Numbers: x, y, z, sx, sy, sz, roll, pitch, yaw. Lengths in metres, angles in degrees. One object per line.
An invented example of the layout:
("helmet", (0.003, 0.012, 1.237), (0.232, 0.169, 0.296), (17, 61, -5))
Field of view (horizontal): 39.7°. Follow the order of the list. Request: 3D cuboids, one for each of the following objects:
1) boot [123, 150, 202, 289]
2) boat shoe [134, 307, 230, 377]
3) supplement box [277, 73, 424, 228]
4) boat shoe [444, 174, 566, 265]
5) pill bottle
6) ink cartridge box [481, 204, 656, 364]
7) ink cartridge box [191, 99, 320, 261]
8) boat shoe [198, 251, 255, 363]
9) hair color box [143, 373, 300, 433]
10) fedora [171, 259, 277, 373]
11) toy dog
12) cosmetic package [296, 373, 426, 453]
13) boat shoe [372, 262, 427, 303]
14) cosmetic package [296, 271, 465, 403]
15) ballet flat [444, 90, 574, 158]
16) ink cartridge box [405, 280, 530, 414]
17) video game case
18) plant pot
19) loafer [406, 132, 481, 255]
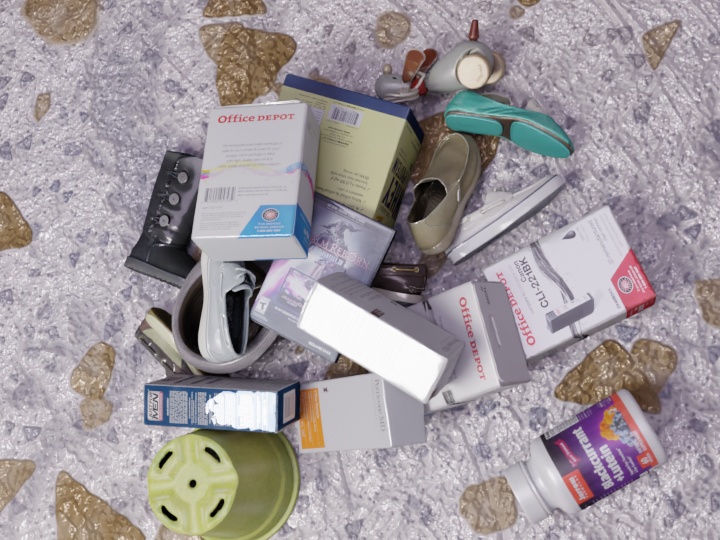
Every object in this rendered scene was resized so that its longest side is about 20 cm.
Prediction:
("boot", (-0.263, -0.074, 1.551), (0.164, 0.066, 0.201), (20, 81, 14))
("boat shoe", (-0.266, 0.145, 1.512), (0.201, 0.072, 0.066), (47, 105, 13))
("supplement box", (-0.036, -0.152, 1.468), (0.198, 0.134, 0.201), (18, 85, 15))
("boat shoe", (0.199, -0.087, 1.438), (0.199, 0.072, 0.066), (-36, 79, 14))
("pill bottle", (0.297, 0.254, 1.334), (0.199, 0.111, 0.112), (-32, 75, 7))
("ink cartridge box", (0.287, 0.023, 1.388), (0.199, 0.084, 0.145), (-28, 75, 9))
("ink cartridge box", (-0.138, -0.121, 1.353), (0.143, 0.085, 0.202), (-1, 68, 14))
("boat shoe", (-0.177, 0.028, 1.387), (0.071, 0.070, 0.203), (-5, 76, 34))
("hair color box", (-0.193, 0.185, 1.400), (0.198, 0.100, 0.061), (2, 92, 15))
("fedora", (-0.181, 0.063, 1.471), (0.176, 0.090, 0.201), (33, 85, 22))
("toy dog", (0.115, -0.310, 1.474), (0.198, 0.132, 0.097), (-10, 101, 2))
("cosmetic package", (-0.005, 0.196, 1.381), (0.199, 0.071, 0.102), (-16, 79, 47))
("boat shoe", (0.000, 0.000, 1.465), (0.198, 0.072, 0.060), (13, 94, 10))
("cosmetic package", (0.028, 0.083, 1.289), (0.199, 0.102, 0.075), (28, 106, 13))
("ballet flat", (0.223, -0.224, 1.457), (0.198, 0.067, 0.071), (17, 67, 13))
("ink cartridge box", (0.118, 0.113, 1.372), (0.199, 0.084, 0.146), (-25, 74, 38))
("video game case", (-0.054, 0.006, 1.378), (0.142, 0.019, 0.201), (26, 96, 14))
("plant pot", (-0.206, 0.299, 1.409), (0.198, 0.184, 0.202), (-2, 81, 13))
("loafer", (0.119, -0.121, 1.433), (0.075, 0.068, 0.201), (-5, 58, 37))
